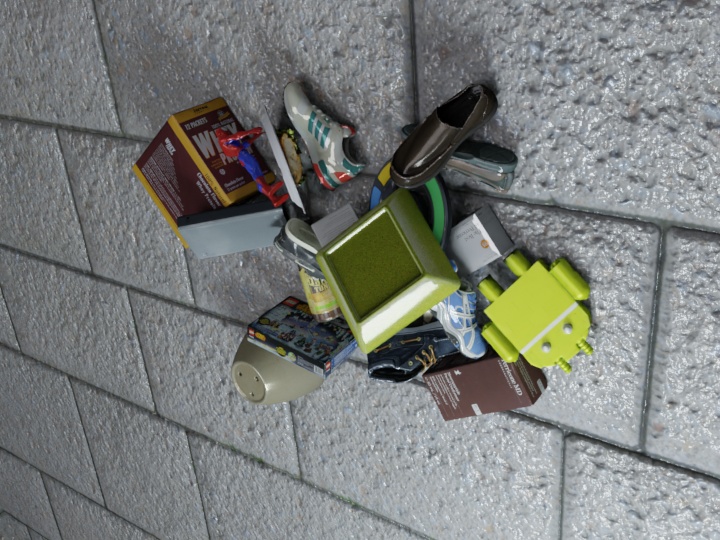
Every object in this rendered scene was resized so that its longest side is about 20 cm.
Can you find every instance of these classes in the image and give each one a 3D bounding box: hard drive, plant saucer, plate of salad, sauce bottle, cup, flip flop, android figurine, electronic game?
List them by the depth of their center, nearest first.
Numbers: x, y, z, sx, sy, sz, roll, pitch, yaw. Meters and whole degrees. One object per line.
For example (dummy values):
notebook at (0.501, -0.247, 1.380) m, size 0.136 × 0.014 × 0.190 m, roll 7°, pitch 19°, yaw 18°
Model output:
android figurine at (0.280, 0.069, 1.229) m, size 0.182 × 0.041 × 0.201 m, roll -43°, pitch 81°, yaw 21°
plant saucer at (0.029, -0.006, 1.236) m, size 0.199 × 0.048 × 0.201 m, roll -36°, pitch 65°, yaw 17°
electronic game at (0.079, -0.092, 1.293) m, size 0.199 × 0.041 × 0.204 m, roll 10°, pitch 103°, yaw 51°
plate of salad at (-0.125, -0.199, 1.377) m, size 0.200 × 0.047 × 0.203 m, roll 158°, pitch 91°, yaw -88°
flip flop at (0.082, 0.111, 1.430) m, size 0.080 × 0.058 × 0.201 m, roll 19°, pitch 134°, yaw -21°
hard drive at (-0.231, -0.078, 1.477) m, size 0.140 × 0.197 × 0.033 m, roll 76°, pitch -176°, yaw -66°
sauce bottle at (-0.089, -0.001, 1.504) m, size 0.064 × 0.064 × 0.203 m, roll -5°, pitch 109°, yaw 40°
cup at (-0.189, 0.202, 1.644) m, size 0.198 × 0.143 × 0.203 m, roll 19°, pitch 124°, yaw 29°

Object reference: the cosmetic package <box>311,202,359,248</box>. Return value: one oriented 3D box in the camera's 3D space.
cosmetic package at (0.000, 0.000, 1.351) m, size 0.084 × 0.108 × 0.202 m, roll -29°, pitch 73°, yaw 2°

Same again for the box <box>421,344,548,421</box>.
box at (0.214, 0.192, 1.360) m, size 0.199 × 0.075 × 0.101 m, roll -23°, pitch 98°, yaw 42°

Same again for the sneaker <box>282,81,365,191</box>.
sneaker at (-0.059, -0.246, 1.355) m, size 0.092 × 0.070 × 0.202 m, roll -24°, pitch 93°, yaw 21°

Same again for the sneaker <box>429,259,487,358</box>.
sneaker at (0.164, 0.067, 1.275) m, size 0.076 × 0.076 × 0.201 m, roll -33°, pitch 121°, yaw 10°

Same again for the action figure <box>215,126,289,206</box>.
action figure at (-0.185, -0.215, 1.413) m, size 0.200 × 0.099 × 0.065 m, roll 43°, pitch 167°, yaw 25°

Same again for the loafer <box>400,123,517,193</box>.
loafer at (0.147, -0.172, 1.217) m, size 0.198 × 0.072 × 0.064 m, roll 23°, pitch 132°, yaw 25°

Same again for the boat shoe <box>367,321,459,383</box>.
boat shoe at (0.107, 0.147, 1.358) m, size 0.197 × 0.092 × 0.071 m, roll -7°, pitch 134°, yaw 9°

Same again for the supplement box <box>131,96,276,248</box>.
supplement box at (-0.309, -0.190, 1.530) m, size 0.199 × 0.132 × 0.199 m, roll -35°, pitch 90°, yaw 45°

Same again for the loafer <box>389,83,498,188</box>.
loafer at (0.114, -0.208, 1.151) m, size 0.200 × 0.071 × 0.073 m, roll -45°, pitch 67°, yaw 4°

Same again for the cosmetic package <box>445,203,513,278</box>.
cosmetic package at (0.154, -0.025, 1.303) m, size 0.199 × 0.051 × 0.083 m, roll -35°, pitch 91°, yaw 45°

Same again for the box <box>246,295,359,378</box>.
box at (-0.107, 0.127, 1.540) m, size 0.198 × 0.137 × 0.040 m, roll 21°, pitch 126°, yaw 28°

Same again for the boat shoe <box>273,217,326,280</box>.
boat shoe at (-0.071, -0.015, 1.448) m, size 0.199 × 0.072 × 0.068 m, roll 37°, pitch 123°, yaw -16°
